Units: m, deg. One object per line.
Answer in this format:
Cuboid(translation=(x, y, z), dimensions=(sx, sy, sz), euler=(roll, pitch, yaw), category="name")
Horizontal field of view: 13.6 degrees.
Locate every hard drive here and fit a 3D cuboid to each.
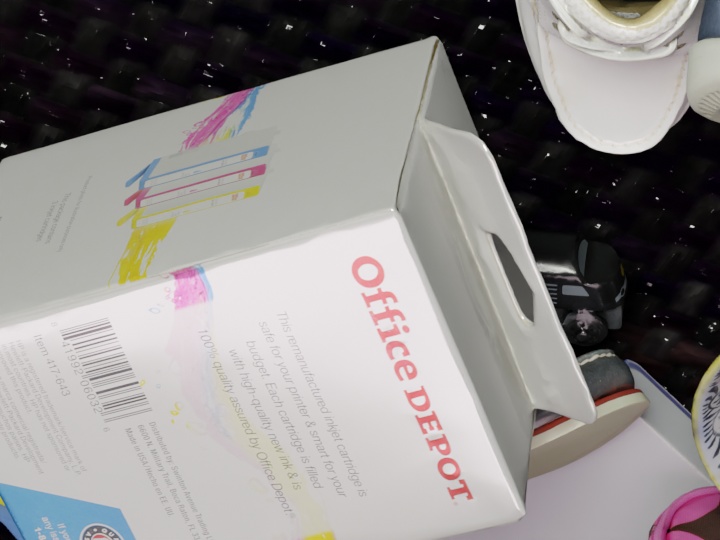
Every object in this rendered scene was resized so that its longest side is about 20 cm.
Cuboid(translation=(0.066, 0.111, 1.250), dimensions=(0.199, 0.025, 0.132), euler=(-24, 131, 33), category="hard drive")

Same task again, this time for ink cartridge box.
Cuboid(translation=(-0.026, 0.018, 1.045), dimensions=(0.199, 0.125, 0.129), euler=(-14, 119, 16), category="ink cartridge box")

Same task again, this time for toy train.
Cuboid(translation=(0.000, 0.000, 1.124), dimensions=(0.199, 0.034, 0.046), euler=(3, 137, 6), category="toy train")

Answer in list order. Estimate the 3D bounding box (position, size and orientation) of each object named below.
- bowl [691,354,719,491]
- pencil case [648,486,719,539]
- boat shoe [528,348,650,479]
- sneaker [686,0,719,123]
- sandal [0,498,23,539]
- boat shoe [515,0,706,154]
Cuboid(translation=(0.225, 0.038, 1.069), dimensions=(0.200, 0.095, 0.201), euler=(15, 148, 9), category="bowl")
Cuboid(translation=(0.152, 0.186, 1.205), dimensions=(0.093, 0.091, 0.201), euler=(19, 129, 25), category="pencil case")
Cuboid(translation=(0.021, 0.063, 1.170), dimensions=(0.199, 0.063, 0.071), euler=(-23, 164, 35), category="boat shoe")
Cuboid(translation=(0.187, -0.074, 0.981), dimensions=(0.075, 0.085, 0.199), euler=(2, 171, 44), category="sneaker")
Cuboid(translation=(-0.077, 0.105, 1.171), dimensions=(0.200, 0.079, 0.088), euler=(10, 117, 50), category="sandal")
Cuboid(translation=(0.081, -0.098, 0.964), dimensions=(0.070, 0.070, 0.201), euler=(1, 140, 6), category="boat shoe")
